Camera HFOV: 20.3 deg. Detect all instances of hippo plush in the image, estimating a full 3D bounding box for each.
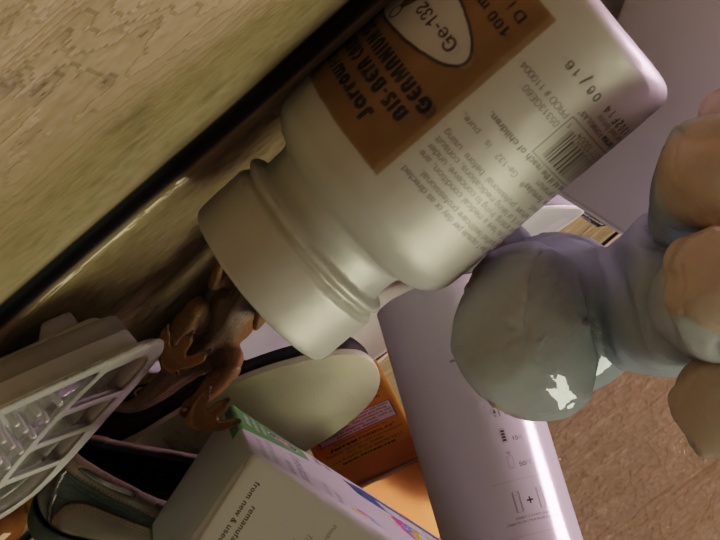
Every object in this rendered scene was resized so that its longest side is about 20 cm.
[{"bbox_3d":[0.124,-0.003,0.922,0.159,0.161,0.200,-2,-167,25],"label":"hippo plush"}]

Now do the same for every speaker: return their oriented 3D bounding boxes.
[{"bbox_3d":[0.073,0.105,1.157,0.080,0.202,0.081,-15,165,-4],"label":"speaker"}]

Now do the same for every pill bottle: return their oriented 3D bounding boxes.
[{"bbox_3d":[0.028,-0.057,0.900,0.200,0.115,0.114,-40,170,9],"label":"pill bottle"}]

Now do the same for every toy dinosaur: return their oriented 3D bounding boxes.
[{"bbox_3d":[-0.082,0.041,1.043,0.200,0.060,0.106,-47,-168,25],"label":"toy dinosaur"}]

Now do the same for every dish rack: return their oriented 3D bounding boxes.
[{"bbox_3d":[-0.199,0.089,0.950,0.199,0.044,0.172,-26,165,-50],"label":"dish rack"}]

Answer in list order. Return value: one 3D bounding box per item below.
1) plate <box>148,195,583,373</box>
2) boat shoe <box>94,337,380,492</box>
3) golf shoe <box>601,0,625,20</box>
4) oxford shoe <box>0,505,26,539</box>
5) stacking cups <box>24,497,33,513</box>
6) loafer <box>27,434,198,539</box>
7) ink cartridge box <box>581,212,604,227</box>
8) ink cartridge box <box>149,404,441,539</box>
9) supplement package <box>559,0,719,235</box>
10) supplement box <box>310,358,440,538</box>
[{"bbox_3d":[0.000,0.000,1.150,0.199,0.033,0.199,-35,158,35],"label":"plate"},{"bbox_3d":[-0.086,0.081,1.138,0.200,0.063,0.074,-25,131,8],"label":"boat shoe"},{"bbox_3d":[0.133,-0.120,1.126,0.199,0.076,0.092,-35,173,-15],"label":"golf shoe"},{"bbox_3d":[-0.243,0.199,1.207,0.071,0.071,0.200,-24,161,-48],"label":"oxford shoe"},{"bbox_3d":[-0.106,0.109,1.213,0.199,0.061,0.061,-26,168,-7],"label":"stacking cups"},{"bbox_3d":[-0.079,0.128,1.097,0.198,0.072,0.063,6,119,-18],"label":"loafer"},{"bbox_3d":[0.199,-0.097,1.229,0.200,0.050,0.110,-17,-135,63],"label":"ink cartridge box"},{"bbox_3d":[-0.001,0.164,1.010,0.088,0.199,0.145,-55,-171,0],"label":"ink cartridge box"},{"bbox_3d":[0.205,-0.104,1.038,0.116,0.117,0.202,3,115,-47],"label":"supplement package"},{"bbox_3d":[-0.003,0.100,1.281,0.068,0.067,0.200,-25,-149,-5],"label":"supplement box"}]
